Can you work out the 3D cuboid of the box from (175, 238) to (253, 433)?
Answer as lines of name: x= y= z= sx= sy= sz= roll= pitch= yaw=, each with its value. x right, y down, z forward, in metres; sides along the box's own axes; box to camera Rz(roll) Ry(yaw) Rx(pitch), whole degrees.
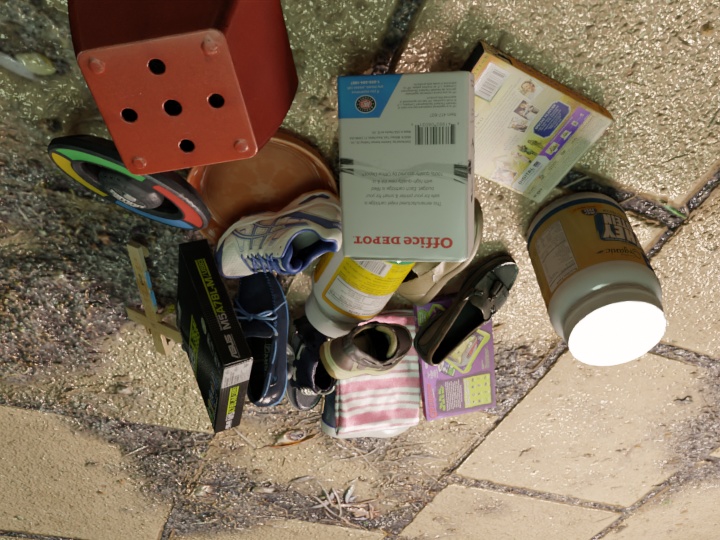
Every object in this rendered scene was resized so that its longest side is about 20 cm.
box: x=-0.206 y=0.093 z=0.961 sx=0.047 sy=0.194 sz=0.201 roll=-16 pitch=150 yaw=-25

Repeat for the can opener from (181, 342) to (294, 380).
can opener: x=-0.189 y=0.126 z=1.065 sx=0.198 sy=0.067 sz=0.053 roll=2 pitch=139 yaw=28

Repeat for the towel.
towel: x=0.032 y=0.161 z=1.094 sx=0.145 sy=0.030 sz=0.203 roll=-3 pitch=105 yaw=-21

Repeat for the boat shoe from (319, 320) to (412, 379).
boat shoe: x=0.025 y=0.107 z=0.976 sx=0.064 sy=0.074 sz=0.199 roll=-29 pitch=170 yaw=32

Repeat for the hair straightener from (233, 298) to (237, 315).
hair straightener: x=-0.132 y=0.106 z=1.110 sx=0.076 sy=0.041 sz=0.200 roll=-24 pitch=126 yaw=18

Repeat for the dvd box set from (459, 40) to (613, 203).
dvd box set: x=0.187 y=-0.175 z=0.863 sx=0.198 sy=0.030 sz=0.147 roll=19 pitch=129 yaw=-22

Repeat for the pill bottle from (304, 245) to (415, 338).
pill bottle: x=0.000 y=0.000 z=0.960 sx=0.112 sy=0.114 sz=0.201 roll=17 pitch=130 yaw=-20

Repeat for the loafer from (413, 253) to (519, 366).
loafer: x=0.163 y=0.064 z=1.025 sx=0.072 sy=0.063 sz=0.200 roll=41 pitch=98 yaw=-20

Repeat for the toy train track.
toy train track: x=-0.301 y=0.039 z=1.027 sx=0.114 sy=0.033 sz=0.202 roll=20 pitch=133 yaw=27

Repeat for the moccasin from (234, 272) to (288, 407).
moccasin: x=-0.137 y=0.089 z=0.985 sx=0.080 sy=0.202 sz=0.068 roll=-13 pitch=173 yaw=16

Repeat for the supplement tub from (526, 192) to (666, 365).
supplement tub: x=0.310 y=0.009 z=0.932 sx=0.143 sy=0.201 sz=0.146 roll=-2 pitch=135 yaw=-3

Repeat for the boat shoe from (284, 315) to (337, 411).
boat shoe: x=-0.076 y=0.171 z=1.086 sx=0.074 sy=0.093 sz=0.202 roll=-14 pitch=133 yaw=-18

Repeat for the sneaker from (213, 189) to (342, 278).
sneaker: x=-0.110 y=-0.030 z=0.898 sx=0.199 sy=0.089 sz=0.075 roll=-26 pitch=133 yaw=21

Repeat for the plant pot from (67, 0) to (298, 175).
plant pot: x=-0.177 y=-0.210 z=0.701 sx=0.197 sy=0.177 sz=0.201 roll=-8 pitch=134 yaw=3

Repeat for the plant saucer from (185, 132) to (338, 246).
plant saucer: x=-0.128 y=-0.098 z=0.914 sx=0.198 sy=0.033 sz=0.202 roll=-3 pitch=135 yaw=-3

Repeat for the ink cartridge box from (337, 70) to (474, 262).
ink cartridge box: x=0.054 y=-0.117 z=0.790 sx=0.144 sy=0.084 sz=0.203 roll=2 pitch=104 yaw=13

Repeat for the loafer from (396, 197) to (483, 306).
loafer: x=0.101 y=-0.023 z=0.972 sx=0.067 sy=0.077 sz=0.201 roll=11 pitch=132 yaw=-23

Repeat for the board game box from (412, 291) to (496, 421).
board game box: x=0.148 y=0.132 z=1.094 sx=0.119 sy=0.032 sz=0.202 roll=-10 pitch=110 yaw=-12

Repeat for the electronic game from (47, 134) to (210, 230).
electronic game: x=-0.271 y=-0.099 z=0.831 sx=0.198 sy=0.042 sz=0.200 roll=20 pitch=165 yaw=6

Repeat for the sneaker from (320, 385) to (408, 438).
sneaker: x=0.030 y=0.200 z=1.180 sx=0.198 sy=0.081 sz=0.148 roll=1 pitch=117 yaw=-35
